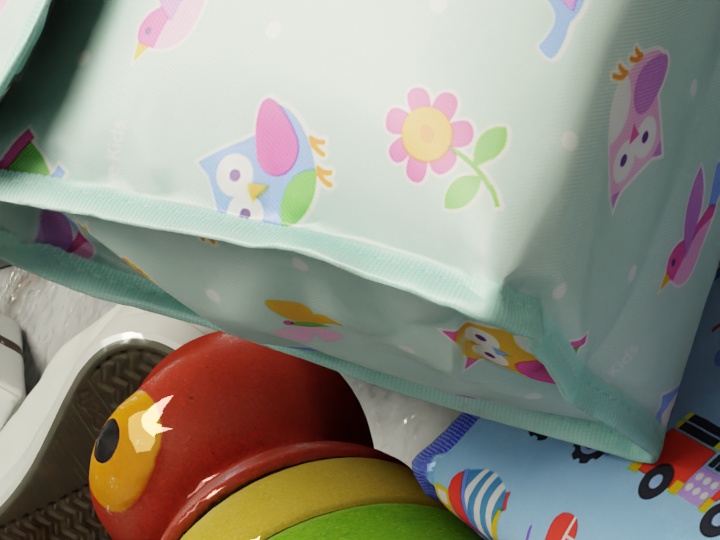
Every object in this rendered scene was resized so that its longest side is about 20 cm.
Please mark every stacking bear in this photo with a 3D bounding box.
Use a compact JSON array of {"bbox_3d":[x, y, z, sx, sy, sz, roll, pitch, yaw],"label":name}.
[{"bbox_3d":[-0.012,0.093,0.688,0.122,0.113,0.200,-61,37,27],"label":"stacking bear"}]

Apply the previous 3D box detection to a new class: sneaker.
[{"bbox_3d":[-0.097,0.080,0.910,0.200,0.073,0.085,-48,9,27],"label":"sneaker"}]

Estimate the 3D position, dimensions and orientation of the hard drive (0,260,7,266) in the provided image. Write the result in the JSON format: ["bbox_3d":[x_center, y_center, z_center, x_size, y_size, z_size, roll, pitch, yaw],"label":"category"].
[{"bbox_3d":[-0.111,-0.102,1.088,0.132,0.027,0.201,-13,57,52],"label":"hard drive"}]

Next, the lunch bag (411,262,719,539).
[{"bbox_3d":[0.131,0.013,0.605,0.200,0.094,0.150,-52,27,-5],"label":"lunch bag"}]

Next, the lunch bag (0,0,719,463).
[{"bbox_3d":[-0.011,-0.069,0.588,0.199,0.122,0.171,15,78,29],"label":"lunch bag"}]

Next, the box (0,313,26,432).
[{"bbox_3d":[-0.254,0.069,0.979,0.201,0.198,0.131,-60,12,5],"label":"box"}]
